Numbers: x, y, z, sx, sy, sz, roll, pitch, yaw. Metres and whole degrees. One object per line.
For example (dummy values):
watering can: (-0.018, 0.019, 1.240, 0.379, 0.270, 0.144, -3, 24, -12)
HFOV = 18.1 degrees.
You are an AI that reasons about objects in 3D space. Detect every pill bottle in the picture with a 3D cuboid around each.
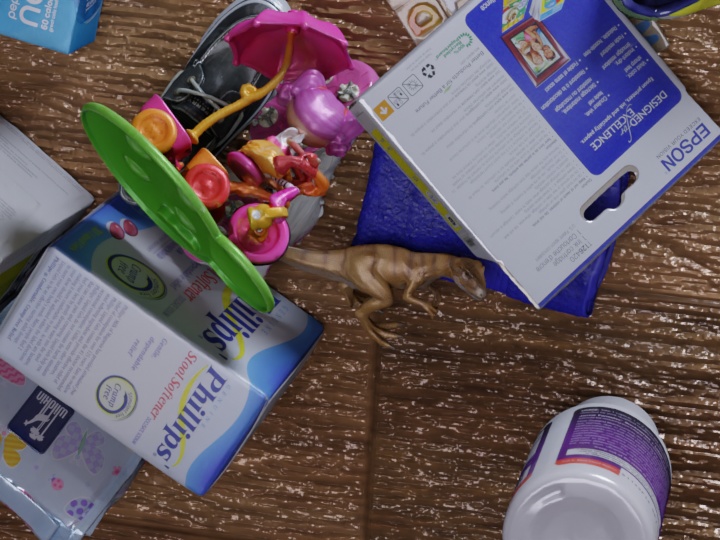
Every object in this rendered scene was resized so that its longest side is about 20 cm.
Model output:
pill bottle: (0.174, 0.165, 1.680, 0.111, 0.200, 0.112, 4, 108, 12)

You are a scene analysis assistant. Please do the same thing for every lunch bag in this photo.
lunch bag: (-0.247, 0.119, 1.764, 0.169, 0.200, 0.127, 39, 115, 0)

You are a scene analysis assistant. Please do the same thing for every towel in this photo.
towel: (0.098, -0.051, 1.711, 0.199, 0.050, 0.149, 15, 113, 9)

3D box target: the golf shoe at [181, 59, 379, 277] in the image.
golf shoe: (-0.053, -0.076, 1.741, 0.200, 0.091, 0.075, -45, 52, 3)

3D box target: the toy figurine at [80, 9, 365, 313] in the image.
toy figurine: (-0.070, -0.102, 1.642, 0.184, 0.150, 0.200, -43, 83, -14)

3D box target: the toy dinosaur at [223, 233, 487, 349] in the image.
toy dinosaur: (0.000, 0.000, 1.724, 0.198, 0.061, 0.107, 5, 135, 6)

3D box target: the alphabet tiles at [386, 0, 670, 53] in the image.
alphabet tiles: (0.110, -0.210, 1.690, 0.167, 0.008, 0.201, -31, 97, 20)

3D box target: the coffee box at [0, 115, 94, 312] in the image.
coffee box: (-0.367, -0.028, 1.752, 0.199, 0.200, 0.198, 41, 111, 0)

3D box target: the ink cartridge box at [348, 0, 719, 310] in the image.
ink cartridge box: (0.129, -0.109, 1.643, 0.197, 0.047, 0.200, -41, 95, -11)

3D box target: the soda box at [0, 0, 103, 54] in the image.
soda box: (-0.222, -0.273, 1.720, 0.067, 0.064, 0.201, 18, 110, 8)

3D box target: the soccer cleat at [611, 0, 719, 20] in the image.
soccer cleat: (0.274, -0.219, 1.606, 0.199, 0.084, 0.065, -13, 102, 15)

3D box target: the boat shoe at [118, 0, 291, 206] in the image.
boat shoe: (-0.117, -0.124, 1.734, 0.072, 0.071, 0.201, 34, 110, 2)

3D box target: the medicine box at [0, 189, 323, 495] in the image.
medicine box: (-0.151, 0.051, 1.733, 0.199, 0.182, 0.103, 34, 111, 2)
